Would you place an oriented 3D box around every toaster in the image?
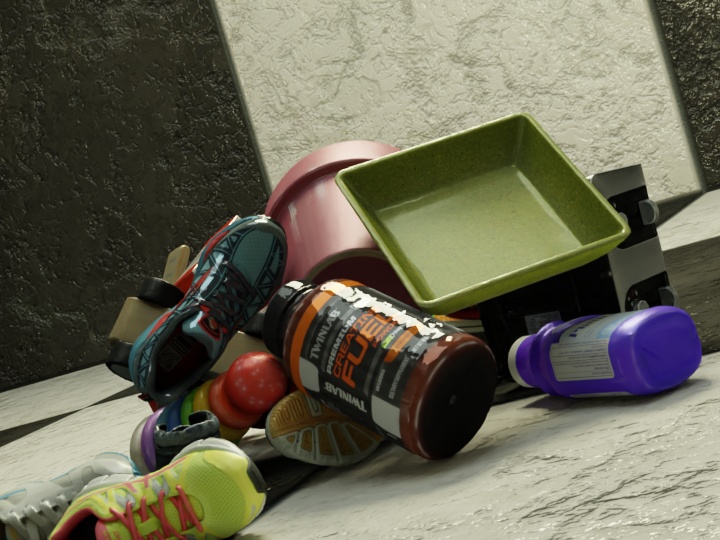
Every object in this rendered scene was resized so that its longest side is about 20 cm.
[{"bbox_3d":[0.195,0.007,1.469,0.118,0.183,0.199,-16,2,-44],"label":"toaster"}]

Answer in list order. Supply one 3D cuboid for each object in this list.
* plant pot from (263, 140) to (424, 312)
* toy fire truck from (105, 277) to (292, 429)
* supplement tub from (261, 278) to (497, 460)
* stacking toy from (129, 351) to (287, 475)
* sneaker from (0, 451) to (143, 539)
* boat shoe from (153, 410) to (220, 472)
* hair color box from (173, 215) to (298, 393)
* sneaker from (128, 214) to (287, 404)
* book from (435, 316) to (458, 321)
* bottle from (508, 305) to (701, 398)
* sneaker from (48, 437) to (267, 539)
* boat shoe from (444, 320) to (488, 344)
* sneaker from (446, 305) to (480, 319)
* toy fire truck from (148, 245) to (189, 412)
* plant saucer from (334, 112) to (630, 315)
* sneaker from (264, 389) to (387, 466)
[{"bbox_3d":[0.000,0.000,1.479,0.198,0.202,0.179,-17,24,6],"label":"plant pot"},{"bbox_3d":[-0.153,0.122,1.548,0.174,0.130,0.200,16,-23,13],"label":"toy fire truck"},{"bbox_3d":[0.009,0.073,1.281,0.199,0.108,0.106,23,30,39],"label":"supplement tub"},{"bbox_3d":[-0.130,0.134,1.394,0.085,0.086,0.200,-20,-13,-42],"label":"stacking toy"},{"bbox_3d":[-0.258,0.215,1.341,0.199,0.077,0.081,-23,7,36],"label":"sneaker"},{"bbox_3d":[-0.147,0.166,1.321,0.070,0.092,0.200,-18,3,-23],"label":"boat shoe"},{"bbox_3d":[-0.097,0.055,1.611,0.064,0.200,0.111,-38,11,39],"label":"hair color box"},{"bbox_3d":[-0.128,0.043,1.386,0.201,0.079,0.096,-53,17,5],"label":"sneaker"},{"bbox_3d":[0.138,-0.005,1.689,0.199,0.135,0.048,-26,-35,16],"label":"book"},{"bbox_3d":[0.198,0.072,1.311,0.083,0.066,0.200,-20,4,-27],"label":"bottle"},{"bbox_3d":[-0.159,0.192,1.191,0.199,0.079,0.090,-22,8,31],"label":"sneaker"},{"bbox_3d":[0.127,0.083,1.613,0.198,0.063,0.075,-2,-7,-20],"label":"boat shoe"},{"bbox_3d":[0.164,-0.010,1.598,0.200,0.067,0.109,-17,38,25],"label":"sneaker"},{"bbox_3d":[-0.171,0.071,1.721,0.175,0.201,0.128,-27,3,36],"label":"toy fire truck"},{"bbox_3d":[0.103,-0.042,1.354,0.198,0.048,0.200,-19,43,-14],"label":"plant saucer"},{"bbox_3d":[-0.018,0.139,1.394,0.199,0.076,0.087,-7,-12,-45],"label":"sneaker"}]
